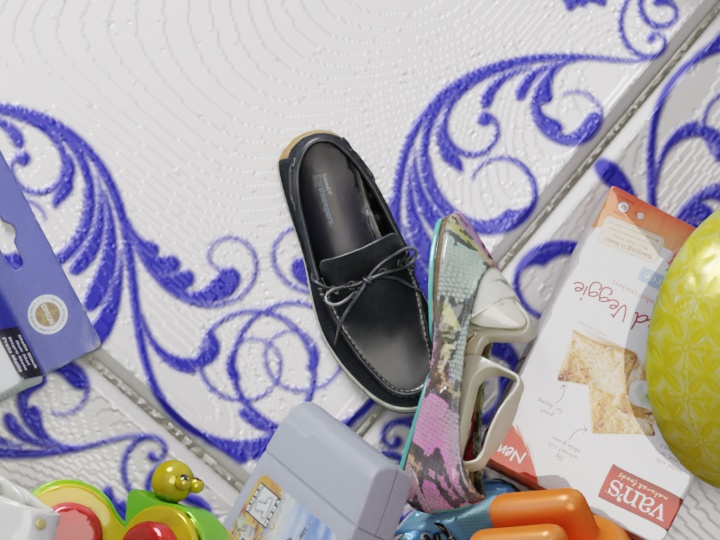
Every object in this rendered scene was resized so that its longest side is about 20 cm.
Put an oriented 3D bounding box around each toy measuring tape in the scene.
[{"bbox_3d":[-0.116,0.217,1.635,0.073,0.074,0.200,5,80,-2],"label":"toy measuring tape"},{"bbox_3d":[-0.155,0.155,1.704,0.200,0.074,0.074,-20,84,-14],"label":"toy measuring tape"}]

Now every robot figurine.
[{"bbox_3d":[0.132,0.234,1.662,0.116,0.144,0.200,-25,114,-6],"label":"robot figurine"}]

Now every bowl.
[{"bbox_3d":[0.289,0.053,1.670,0.200,0.108,0.201,-6,101,-31],"label":"bowl"}]

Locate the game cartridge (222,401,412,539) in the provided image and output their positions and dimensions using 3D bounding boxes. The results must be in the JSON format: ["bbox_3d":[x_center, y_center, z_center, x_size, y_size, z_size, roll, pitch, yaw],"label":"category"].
[{"bbox_3d":[-0.049,0.192,1.657,0.041,0.133,0.200,28,93,-30],"label":"game cartridge"}]

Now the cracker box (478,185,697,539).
[{"bbox_3d":[0.177,0.064,1.733,0.134,0.058,0.200,27,83,0],"label":"cracker box"}]

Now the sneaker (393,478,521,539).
[{"bbox_3d":[0.029,0.206,1.692,0.200,0.090,0.078,-37,86,-7],"label":"sneaker"}]

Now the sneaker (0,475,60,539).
[{"bbox_3d":[-0.248,0.178,1.643,0.074,0.200,0.116,19,79,-37],"label":"sneaker"}]

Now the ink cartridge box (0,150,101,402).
[{"bbox_3d":[-0.300,0.009,1.725,0.200,0.041,0.200,-29,85,-6],"label":"ink cartridge box"}]

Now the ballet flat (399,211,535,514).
[{"bbox_3d":[0.073,0.060,1.695,0.071,0.069,0.200,1,70,24],"label":"ballet flat"}]

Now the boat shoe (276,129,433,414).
[{"bbox_3d":[0.000,0.000,1.730,0.074,0.062,0.200,-21,87,-8],"label":"boat shoe"}]
